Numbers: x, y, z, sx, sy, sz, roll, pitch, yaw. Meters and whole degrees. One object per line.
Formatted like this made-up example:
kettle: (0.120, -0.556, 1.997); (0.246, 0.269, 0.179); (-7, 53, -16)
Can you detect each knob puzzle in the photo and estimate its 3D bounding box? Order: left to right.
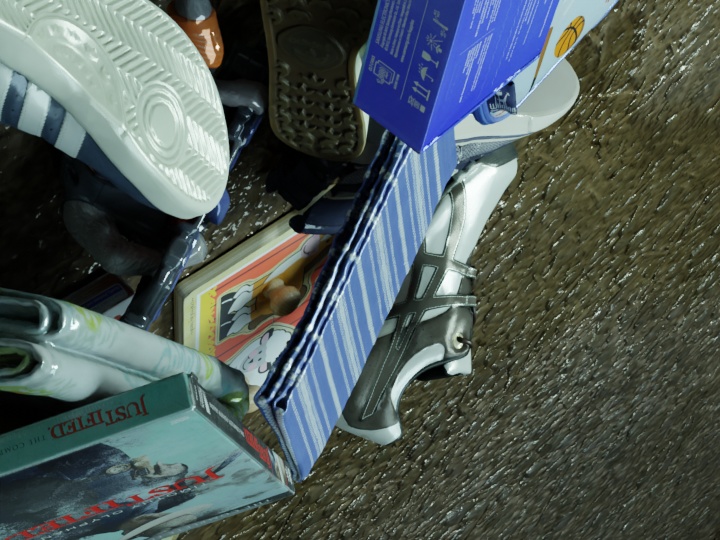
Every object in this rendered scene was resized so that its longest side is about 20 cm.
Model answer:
knob puzzle: (-0.025, 0.019, 1.403); (0.219, 0.030, 0.220); (-35, 154, -20)

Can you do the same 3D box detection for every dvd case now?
dvd case: (-0.119, 0.100, 1.067); (0.145, 0.022, 0.200); (-19, 162, 5)

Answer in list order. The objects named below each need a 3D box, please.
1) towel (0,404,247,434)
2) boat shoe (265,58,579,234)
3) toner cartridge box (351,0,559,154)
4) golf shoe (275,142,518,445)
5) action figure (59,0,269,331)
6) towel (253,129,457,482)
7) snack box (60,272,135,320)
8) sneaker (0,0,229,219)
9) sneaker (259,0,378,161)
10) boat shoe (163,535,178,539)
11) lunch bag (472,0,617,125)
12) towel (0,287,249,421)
towel: (-0.174, 0.079, 1.126); (0.199, 0.146, 0.022); (1, 95, -46)
boat shoe: (0.032, -0.079, 1.300); (0.199, 0.075, 0.093); (-13, 153, -41)
toner cartridge box: (0.057, -0.148, 0.965); (0.095, 0.043, 0.200); (-41, 160, -35)
golf shoe: (0.041, 0.013, 1.352); (0.200, 0.094, 0.078); (-51, -178, -7)
action figure: (-0.098, -0.085, 1.093); (0.194, 0.104, 0.201); (106, 8, -58)
towel: (0.000, 0.000, 1.161); (0.145, 0.024, 0.201); (75, 38, -71)
snack box: (-0.164, 0.081, 1.295); (0.072, 0.024, 0.200); (-33, 154, -27)
sneaker: (-0.135, -0.083, 0.925); (0.084, 0.075, 0.200); (-13, 141, 33)
sneaker: (-0.004, -0.141, 1.060); (0.201, 0.067, 0.090); (100, 7, -58)
boat shoe: (-0.120, 0.117, 1.330); (0.076, 0.072, 0.200); (-45, 169, -43)
lunch bag: (0.092, -0.176, 1.180); (0.200, 0.075, 0.160); (-50, 160, -17)
towel: (-0.166, 0.038, 1.057); (0.200, 0.170, 0.048); (27, 75, -65)
